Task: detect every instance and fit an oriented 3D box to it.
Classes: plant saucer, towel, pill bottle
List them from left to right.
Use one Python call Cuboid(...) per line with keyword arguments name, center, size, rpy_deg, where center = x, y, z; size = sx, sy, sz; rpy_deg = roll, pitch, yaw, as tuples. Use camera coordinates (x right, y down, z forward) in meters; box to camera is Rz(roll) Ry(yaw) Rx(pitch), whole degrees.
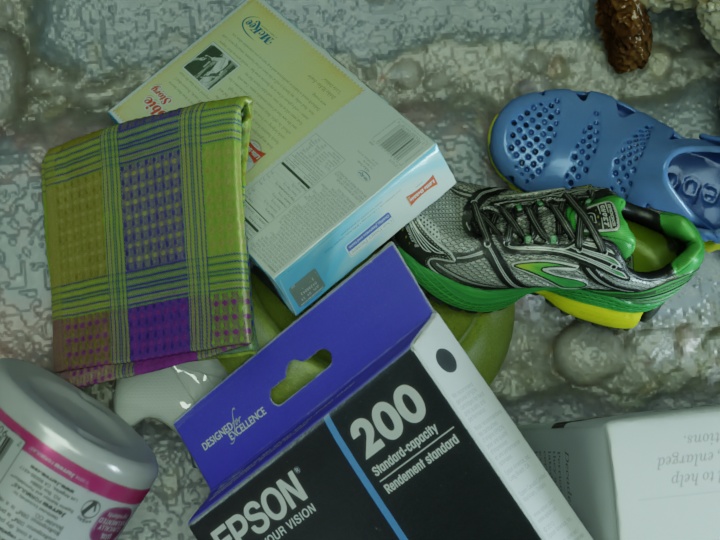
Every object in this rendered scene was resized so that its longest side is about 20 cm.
Cuboid(name="pill bottle", center=(-0.209, 0.160, 1.106), size=(0.113, 0.113, 0.201), rpy_deg=(34, 95, -2))
Cuboid(name="towel", center=(-0.120, -0.014, 1.113), size=(0.023, 0.199, 0.145), rpy_deg=(2, 80, -40))
Cuboid(name="plant saucer", center=(0.000, 0.000, 1.151), size=(0.198, 0.031, 0.202), rpy_deg=(8, 61, -14))

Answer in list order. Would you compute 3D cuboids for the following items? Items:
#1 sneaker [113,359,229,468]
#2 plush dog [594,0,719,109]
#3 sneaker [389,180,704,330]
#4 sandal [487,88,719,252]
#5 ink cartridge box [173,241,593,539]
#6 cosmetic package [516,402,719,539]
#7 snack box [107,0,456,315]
Cuboid(name="sneaker", center=(-0.052, 0.086, 1.169), size=(0.198, 0.075, 0.088), rpy_deg=(24, 100, 0))
Cuboid(name="plush dog", center=(0.222, -0.190, 1.185), size=(0.170, 0.160, 0.202), rpy_deg=(20, 83, 20))
Cuboid(name="sneaker", center=(0.105, -0.023, 1.133), size=(0.198, 0.085, 0.079), rpy_deg=(7, 61, -25))
Cuboid(name="sandal", center=(0.174, -0.062, 1.188), size=(0.198, 0.087, 0.080), rpy_deg=(13, 86, -3))
Cuboid(name="ink cartridge box", center=(-0.001, 0.121, 1.060), size=(0.198, 0.043, 0.201), rpy_deg=(-40, 79, 33))
Cuboid(name="cosmetic package", center=(0.186, 0.159, 1.104), size=(0.163, 0.200, 0.167), rpy_deg=(-5, 85, -14))
Cuboid(name="snack box", center=(-0.049, -0.071, 1.127), size=(0.116, 0.037, 0.200), rpy_deg=(-39, 46, -8))
